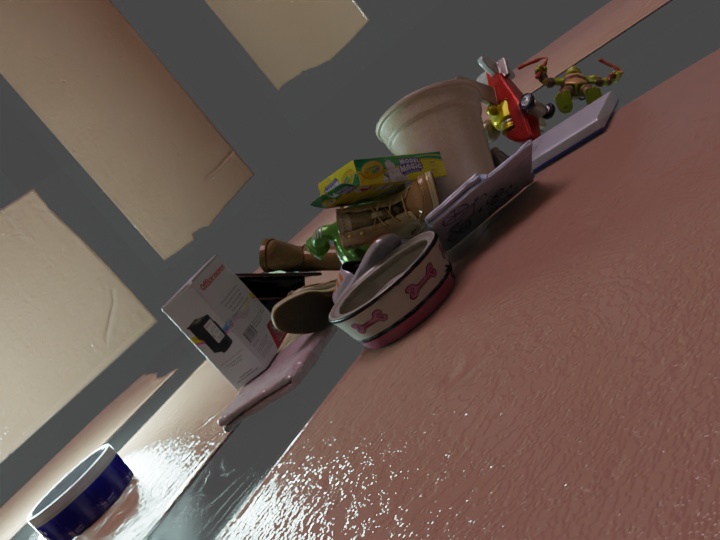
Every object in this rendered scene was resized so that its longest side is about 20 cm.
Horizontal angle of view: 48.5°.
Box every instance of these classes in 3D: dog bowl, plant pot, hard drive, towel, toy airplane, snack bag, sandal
[{"bbox_3d":[-0.544,0.438,1.559,0.200,0.079,0.200,-39,9,7],"label":"dog bowl"},{"bbox_3d":[0.052,0.033,1.156,0.200,0.074,0.200,-38,10,8],"label":"dog bowl"},{"bbox_3d":[0.150,-0.197,1.392,0.199,0.184,0.201,-19,-15,-5],"label":"plant pot"},{"bbox_3d":[0.339,-0.222,1.363,0.200,0.025,0.132,-32,13,40],"label":"hard drive"},{"bbox_3d":[-0.135,0.174,1.348,0.191,0.032,0.200,-35,10,29],"label":"towel"},{"bbox_3d":[0.270,-0.317,1.545,0.141,0.200,0.199,-54,-1,28],"label":"toy airplane"},{"bbox_3d":[0.187,-0.112,1.223,0.200,0.021,0.189,-39,-17,2],"label":"snack bag"},{"bbox_3d":[0.007,-0.001,1.306,0.079,0.059,0.207,-3,-40,-34],"label":"sandal"}]

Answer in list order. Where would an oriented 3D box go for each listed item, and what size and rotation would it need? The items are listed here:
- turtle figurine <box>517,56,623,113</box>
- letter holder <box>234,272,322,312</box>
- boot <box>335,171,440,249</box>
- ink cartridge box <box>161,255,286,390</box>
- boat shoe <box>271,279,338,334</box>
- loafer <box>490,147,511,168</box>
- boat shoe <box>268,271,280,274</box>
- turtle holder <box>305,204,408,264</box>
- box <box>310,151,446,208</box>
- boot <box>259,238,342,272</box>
[{"bbox_3d":[0.392,-0.344,1.490,0.199,0.065,0.162,7,34,7],"label":"turtle figurine"},{"bbox_3d":[-0.184,0.054,1.576,0.199,0.101,0.142,-1,-3,-22],"label":"letter holder"},{"bbox_3d":[0.040,-0.089,1.250,0.154,0.073,0.200,-8,-13,-7],"label":"boot"},{"bbox_3d":[-0.240,0.090,1.437,0.083,0.200,0.146,-37,10,22],"label":"ink cartridge box"},{"bbox_3d":[-0.073,0.055,1.368,0.200,0.074,0.063,-22,21,-34],"label":"boat shoe"},{"bbox_3d":[0.231,-0.193,1.527,0.072,0.063,0.200,-42,10,-18],"label":"loafer"},{"bbox_3d":[-0.233,0.008,2.428,0.067,0.072,0.200,-4,-14,-24],"label":"boat shoe"},{"bbox_3d":[0.011,-0.041,1.409,0.185,0.141,0.132,-26,-22,-14],"label":"turtle holder"},{"bbox_3d":[0.024,-0.142,1.270,0.199,0.049,0.117,-13,-7,-35],"label":"box"},{"bbox_3d":[-0.076,-0.030,1.544,0.199,0.067,0.175,0,-1,17],"label":"boot"}]
